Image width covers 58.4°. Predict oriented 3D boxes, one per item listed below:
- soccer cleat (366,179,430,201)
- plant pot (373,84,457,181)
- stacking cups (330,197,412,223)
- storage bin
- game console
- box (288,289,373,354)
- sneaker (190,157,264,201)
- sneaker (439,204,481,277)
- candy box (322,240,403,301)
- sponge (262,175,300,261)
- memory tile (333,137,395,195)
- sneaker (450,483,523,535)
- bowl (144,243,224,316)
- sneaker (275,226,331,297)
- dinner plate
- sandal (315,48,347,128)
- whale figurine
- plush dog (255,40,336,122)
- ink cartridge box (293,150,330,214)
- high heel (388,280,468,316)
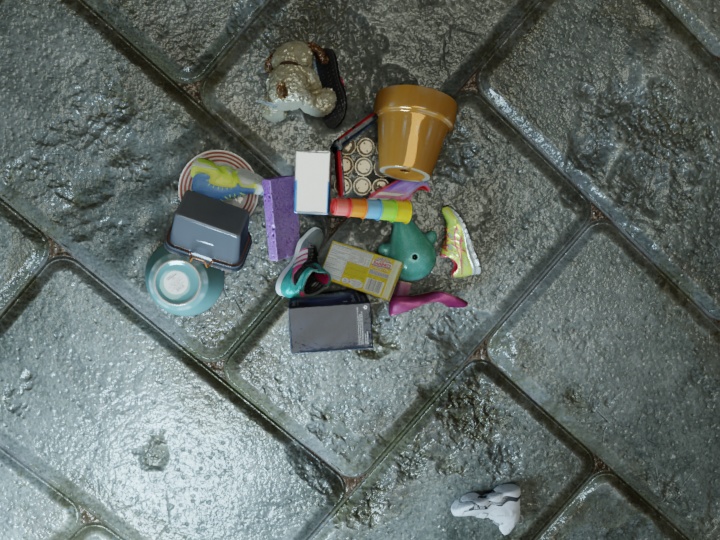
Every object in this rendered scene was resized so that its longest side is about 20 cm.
[{"bbox_3d":[0.082,-0.186,1.625,0.200,0.067,0.077,-33,89,-5],"label":"soccer cleat"},{"bbox_3d":[0.121,-0.318,1.546,0.199,0.200,0.184,10,84,-6],"label":"plant pot"},{"bbox_3d":[0.024,-0.147,1.565,0.199,0.060,0.061,1,97,-21],"label":"stacking cups"},{"bbox_3d":[-0.359,-0.094,1.527,0.199,0.134,0.146,19,57,-6],"label":"storage bin"},{"bbox_3d":[-0.010,-0.272,1.540,0.172,0.200,0.119,-36,99,-1],"label":"game console"},{"bbox_3d":[-0.078,0.122,1.595,0.197,0.200,0.124,-5,98,-5],"label":"box"},{"bbox_3d":[-0.324,-0.202,1.588,0.199,0.076,0.105,19,113,-7],"label":"sneaker"},{"bbox_3d":[0.242,-0.070,1.667,0.090,0.078,0.201,-21,96,5],"label":"sneaker"},{"bbox_3d":[0.000,0.000,1.620,0.199,0.026,0.103,18,79,23],"label":"candy box"},{"bbox_3d":[-0.194,-0.132,1.598,0.030,0.111,0.201,3,102,28],"label":"sponge"},{"bbox_3d":[0.033,-0.265,1.654,0.199,0.017,0.154,4,96,-5],"label":"memory tile"},{"bbox_3d":[0.352,0.666,1.761,0.199,0.075,0.115,-14,95,-7],"label":"sneaker"},{"bbox_3d":[-0.445,0.024,1.600,0.200,0.105,0.202,-1,97,-6],"label":"bowl"},{"bbox_3d":[-0.117,-0.014,1.593,0.120,0.084,0.200,15,69,34],"label":"sneaker"},{"bbox_3d":[-0.356,-0.202,1.622,0.199,0.024,0.201,0,96,-5],"label":"dinner plate"},{"bbox_3d":[-0.067,-0.452,1.603,0.075,0.045,0.201,-10,84,24],"label":"sandal"},{"bbox_3d":[0.122,-0.072,1.640,0.158,0.104,0.201,-14,95,-3],"label":"whale figurine"},{"bbox_3d":[-0.166,-0.467,1.537,0.199,0.160,0.173,-4,74,17],"label":"plush dog"},{"bbox_3d":[-0.113,-0.211,1.555,0.084,0.200,0.147,1,96,-3],"label":"ink cartridge box"},{"bbox_3d":[0.176,0.094,1.682,0.199,0.067,0.097,14,85,8],"label":"high heel"}]
